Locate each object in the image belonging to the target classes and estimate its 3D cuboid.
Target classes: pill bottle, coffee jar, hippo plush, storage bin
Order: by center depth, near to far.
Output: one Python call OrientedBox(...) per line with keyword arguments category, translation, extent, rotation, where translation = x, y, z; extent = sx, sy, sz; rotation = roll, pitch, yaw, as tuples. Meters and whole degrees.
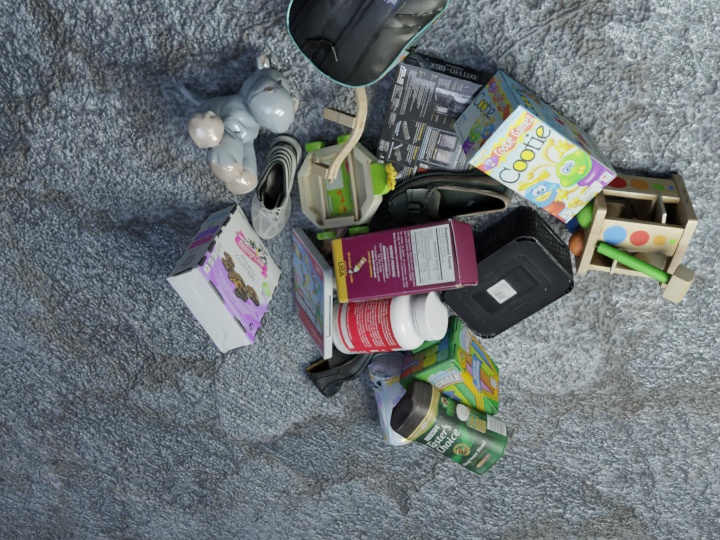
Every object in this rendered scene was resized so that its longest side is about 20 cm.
OrientedBox(category="hippo plush", translation=(-0.166, -0.225, 1.035), extent=(0.160, 0.201, 0.160), rotation=(-29, 124, 2))
OrientedBox(category="storage bin", translation=(0.243, 0.007, 1.133), extent=(0.135, 0.094, 0.199), rotation=(42, 123, -18))
OrientedBox(category="coffee jar", translation=(0.156, 0.278, 1.199), extent=(0.198, 0.086, 0.105), rotation=(27, 125, -7))
OrientedBox(category="pill bottle", translation=(0.050, 0.088, 1.200), extent=(0.198, 0.113, 0.113), rotation=(-8, 124, 33))

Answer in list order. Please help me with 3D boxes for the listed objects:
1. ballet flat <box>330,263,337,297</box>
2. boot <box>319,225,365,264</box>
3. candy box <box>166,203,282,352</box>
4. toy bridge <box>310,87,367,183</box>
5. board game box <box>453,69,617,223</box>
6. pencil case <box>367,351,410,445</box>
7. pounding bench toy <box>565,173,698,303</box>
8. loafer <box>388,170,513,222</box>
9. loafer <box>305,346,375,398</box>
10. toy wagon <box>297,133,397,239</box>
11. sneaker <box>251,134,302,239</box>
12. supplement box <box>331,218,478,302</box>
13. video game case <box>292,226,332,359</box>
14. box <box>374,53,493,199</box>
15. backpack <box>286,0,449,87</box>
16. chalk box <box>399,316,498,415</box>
OrientedBox(category="ballet flat", translation=(0.000, 0.000, 1.192), extent=(0.198, 0.075, 0.075), rotation=(-13, 122, 13))
OrientedBox(category="boot", translation=(-0.034, -0.088, 1.156), extent=(0.075, 0.073, 0.201), rotation=(43, 130, 14))
OrientedBox(category="candy box", translation=(-0.229, 0.009, 1.172), extent=(0.071, 0.201, 0.169), rotation=(-18, 121, 23))
OrientedBox(category="toy bridge", translation=(-0.025, -0.228, 1.009), extent=(0.067, 0.027, 0.202), rotation=(25, 112, 31))
OrientedBox(category="board game box", translation=(0.246, -0.173, 0.956), extent=(0.199, 0.106, 0.103), rotation=(25, 124, -27))
OrientedBox(category="pencil case", translation=(0.068, 0.260, 1.358), extent=(0.082, 0.091, 0.202), rotation=(-2, 126, 14))
OrientedBox(category="pounding bench toy", translation=(0.391, -0.047, 0.988), extent=(0.154, 0.201, 0.125), rotation=(8, 131, 6))
OrientedBox(category="loafer", translation=(0.134, -0.110, 1.029), extent=(0.198, 0.063, 0.072), rotation=(-8, 126, 18))
OrientedBox(category="loafer", translation=(-0.037, 0.181, 1.338), extent=(0.072, 0.073, 0.200), rotation=(39, 123, -11))
OrientedBox(category="toy wagon", translation=(-0.018, -0.133, 1.062), extent=(0.198, 0.039, 0.157), rotation=(-4, 95, 38))
OrientedBox(category="sneaker", translation=(-0.156, -0.115, 1.118), extent=(0.075, 0.116, 0.202), rotation=(18, 128, -2))
OrientedBox(category="supplement box", translation=(0.071, -0.012, 1.058), extent=(0.198, 0.131, 0.105), rotation=(-8, 86, 22))
OrientedBox(category="video game case", translation=(-0.087, 0.042, 1.214), extent=(0.017, 0.143, 0.202), rotation=(-15, 130, -22))
OrientedBox(category="box", translation=(0.112, -0.214, 1.027), extent=(0.156, 0.050, 0.202), rotation=(15, 128, 1))
OrientedBox(category="backpack", translation=(0.007, -0.352, 0.885), extent=(0.175, 0.154, 0.200), rotation=(37, 115, -12))
OrientedBox(category="chalk box", translation=(0.157, 0.183, 1.260), extent=(0.124, 0.125, 0.200), rotation=(-29, 115, 29))
